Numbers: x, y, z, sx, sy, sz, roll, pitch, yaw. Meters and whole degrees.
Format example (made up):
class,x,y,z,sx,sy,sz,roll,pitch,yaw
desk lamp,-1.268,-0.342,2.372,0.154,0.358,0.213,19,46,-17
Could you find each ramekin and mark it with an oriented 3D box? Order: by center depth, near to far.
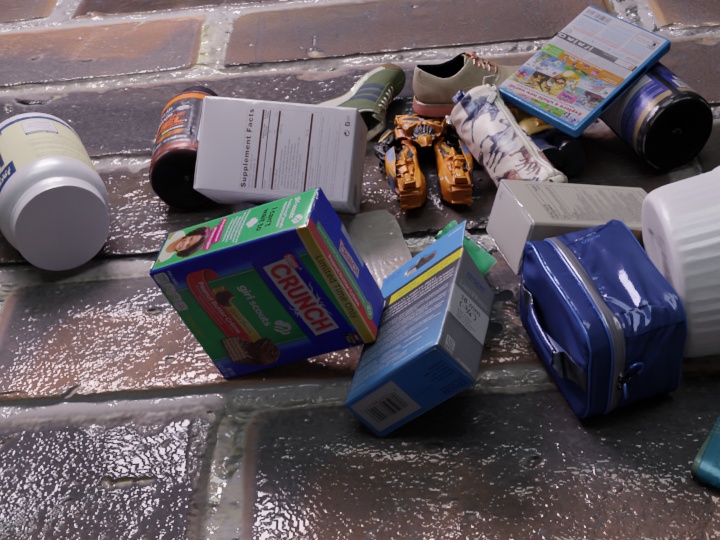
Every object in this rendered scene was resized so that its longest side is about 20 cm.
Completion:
class,x,y,z,sx,sy,sz,roll,pitch,yaw
ramekin,0.366,-0.004,1.144,0.096,0.203,0.202,-12,38,5

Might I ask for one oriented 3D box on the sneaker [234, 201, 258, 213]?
class,x,y,z,sx,sy,sz,roll,pitch,yaw
sneaker,-0.115,-0.014,1.307,0.198,0.074,0.116,13,57,50

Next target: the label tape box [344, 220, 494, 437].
class,x,y,z,sx,sy,sz,roll,pitch,yaw
label tape box,0.070,0.060,1.149,0.144,0.063,0.201,-36,22,37

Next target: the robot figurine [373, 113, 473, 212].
class,x,y,z,sx,sy,sz,roll,pitch,yaw
robot figurine,0.092,-0.156,1.481,0.142,0.059,0.202,-5,38,-2

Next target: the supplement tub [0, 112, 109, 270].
class,x,y,z,sx,sy,sz,roll,pitch,yaw
supplement tub,-0.416,-0.105,1.427,0.143,0.147,0.200,-21,40,-17

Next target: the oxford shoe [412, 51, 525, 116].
class,x,y,z,sx,sy,sz,roll,pitch,yaw
oxford shoe,0.169,-0.267,1.502,0.196,0.076,0.071,-11,37,-4

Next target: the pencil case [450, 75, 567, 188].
class,x,y,z,sx,sy,sz,roll,pitch,yaw
pencil case,0.194,-0.158,1.412,0.077,0.090,0.201,-16,56,-25

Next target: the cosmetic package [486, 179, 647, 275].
class,x,y,z,sx,sy,sz,roll,pitch,yaw
cosmetic package,0.259,-0.047,1.262,0.196,0.072,0.106,2,33,-19

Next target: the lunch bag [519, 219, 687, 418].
class,x,y,z,sx,sy,sz,roll,pitch,yaw
lunch bag,0.244,0.057,1.130,0.130,0.138,0.201,-14,40,-8

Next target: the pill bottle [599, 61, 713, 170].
class,x,y,z,sx,sy,sz,roll,pitch,yaw
pill bottle,0.387,-0.234,1.489,0.110,0.113,0.201,-15,39,-11

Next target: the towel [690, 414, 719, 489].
class,x,y,z,sx,sy,sz,roll,pitch,yaw
towel,0.434,0.186,1.034,0.198,0.022,0.147,22,48,29

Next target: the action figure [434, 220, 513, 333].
class,x,y,z,sx,sy,sz,roll,pitch,yaw
action figure,0.124,-0.001,1.267,0.054,0.120,0.201,9,26,-18

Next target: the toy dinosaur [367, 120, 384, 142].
class,x,y,z,sx,sy,sz,roll,pitch,yaw
toy dinosaur,-0.047,-0.129,1.461,0.197,0.047,0.089,-23,71,5

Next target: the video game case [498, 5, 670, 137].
class,x,y,z,sx,sy,sz,roll,pitch,yaw
video game case,0.301,-0.273,1.459,0.200,0.018,0.143,-42,53,-17

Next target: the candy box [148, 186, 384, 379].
class,x,y,z,sx,sy,sz,roll,pitch,yaw
candy box,-0.097,0.018,1.163,0.197,0.170,0.078,-16,35,22

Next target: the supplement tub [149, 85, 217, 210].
class,x,y,z,sx,sy,sz,roll,pitch,yaw
supplement tub,-0.238,-0.182,1.529,0.105,0.108,0.202,-6,38,2

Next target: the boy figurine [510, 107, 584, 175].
class,x,y,z,sx,sy,sz,roll,pitch,yaw
boy figurine,0.255,-0.205,1.514,0.122,0.065,0.202,-14,41,0

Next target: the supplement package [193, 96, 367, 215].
class,x,y,z,sx,sy,sz,roll,pitch,yaw
supplement package,-0.098,-0.143,1.376,0.196,0.122,0.121,6,-4,8

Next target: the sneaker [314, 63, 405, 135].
class,x,y,z,sx,sy,sz,roll,pitch,yaw
sneaker,0.013,-0.232,1.591,0.199,0.068,0.089,-34,53,-30

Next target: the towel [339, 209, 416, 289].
class,x,y,z,sx,sy,sz,roll,pitch,yaw
towel,0.000,0.000,1.323,0.130,0.035,0.201,-13,40,-5
